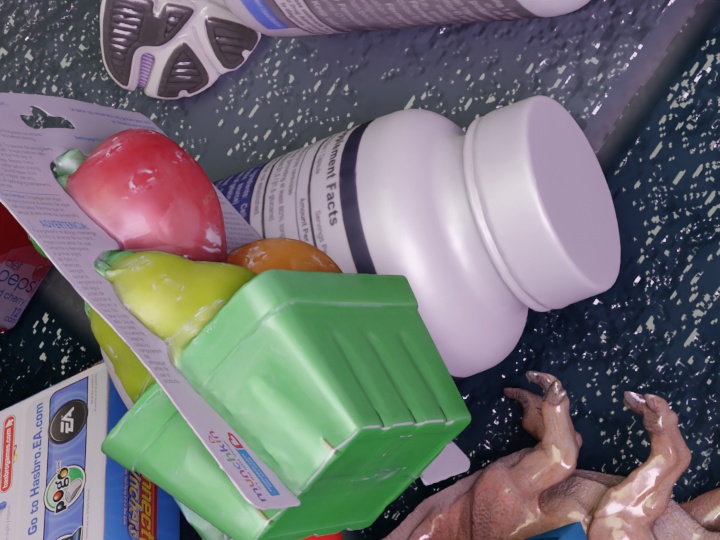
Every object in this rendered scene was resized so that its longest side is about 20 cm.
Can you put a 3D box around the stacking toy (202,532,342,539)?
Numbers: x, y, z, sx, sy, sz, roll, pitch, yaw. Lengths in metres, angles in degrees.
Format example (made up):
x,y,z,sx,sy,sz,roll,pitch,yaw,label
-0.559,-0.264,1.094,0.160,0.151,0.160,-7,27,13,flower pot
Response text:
x,y,z,sx,sy,sz,roll,pitch,yaw,label
-0.015,0.173,0.960,0.085,0.085,0.201,-27,71,22,stacking toy

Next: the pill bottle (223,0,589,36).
x,y,z,sx,sy,sz,roll,pitch,yaw,label
0.041,-0.159,1.092,0.199,0.114,0.114,-1,75,31,pill bottle

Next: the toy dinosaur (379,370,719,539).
x,y,z,sx,sy,sz,roll,pitch,yaw,label
0.083,0.115,1.006,0.199,0.086,0.136,11,81,29,toy dinosaur

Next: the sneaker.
x,y,z,sx,sy,sz,roll,pitch,yaw,label
-0.072,-0.177,1.203,0.083,0.080,0.201,-158,81,-73,sneaker

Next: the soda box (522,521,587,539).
x,y,z,sx,sy,sz,roll,pitch,yaw,label
0.081,0.198,0.944,0.064,0.068,0.201,-21,91,23,soda box

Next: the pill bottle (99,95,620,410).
x,y,z,sx,sy,sz,roll,pitch,yaw,label
0.000,0.000,1.072,0.199,0.111,0.112,-20,66,25,pill bottle

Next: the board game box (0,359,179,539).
x,y,z,sx,sy,sz,roll,pitch,yaw,label
-0.171,0.163,1.121,0.195,0.056,0.201,-25,44,23,board game box

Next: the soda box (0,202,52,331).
x,y,z,sx,sy,sz,roll,pitch,yaw,label
-0.228,-0.052,1.252,0.200,0.063,0.070,36,96,33,soda box

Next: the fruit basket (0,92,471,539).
x,y,z,sx,sy,sz,roll,pitch,yaw,label
-0.063,0.010,0.937,0.200,0.185,0.094,42,105,18,fruit basket
